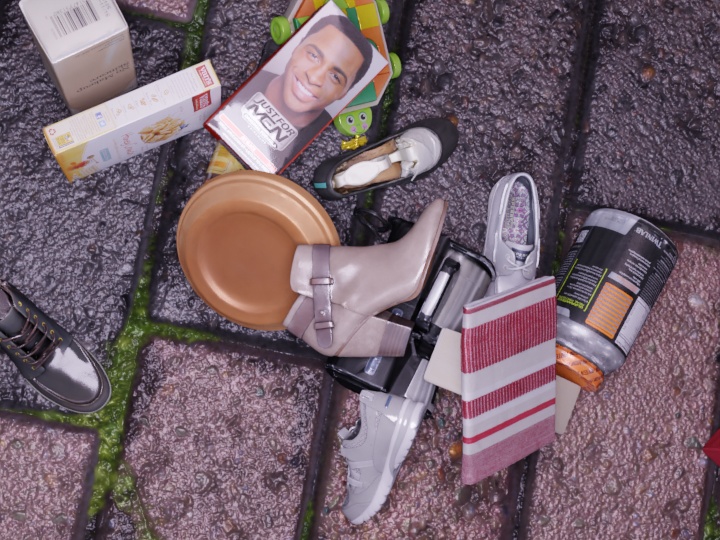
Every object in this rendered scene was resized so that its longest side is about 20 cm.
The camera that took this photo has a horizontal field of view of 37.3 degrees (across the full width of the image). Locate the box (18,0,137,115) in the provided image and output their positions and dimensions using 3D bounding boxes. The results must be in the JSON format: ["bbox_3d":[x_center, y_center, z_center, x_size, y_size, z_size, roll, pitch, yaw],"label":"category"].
[{"bbox_3d":[-0.312,-0.251,1.203,0.095,0.200,0.078,-29,87,-10],"label":"box"}]

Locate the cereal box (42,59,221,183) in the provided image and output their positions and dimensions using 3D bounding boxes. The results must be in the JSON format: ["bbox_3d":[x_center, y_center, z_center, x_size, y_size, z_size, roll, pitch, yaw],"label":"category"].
[{"bbox_3d":[-0.257,-0.169,1.229,0.199,0.144,0.040,-24,86,-10],"label":"cereal box"}]

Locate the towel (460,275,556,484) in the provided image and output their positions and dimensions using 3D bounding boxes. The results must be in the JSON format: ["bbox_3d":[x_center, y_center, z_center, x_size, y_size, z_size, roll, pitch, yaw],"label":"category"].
[{"bbox_3d":[0.157,0.115,1.140,0.144,0.023,0.201,-18,113,-39],"label":"towel"}]

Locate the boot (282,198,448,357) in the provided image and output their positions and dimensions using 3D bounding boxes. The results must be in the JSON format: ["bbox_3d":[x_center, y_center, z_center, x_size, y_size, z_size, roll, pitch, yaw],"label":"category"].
[{"bbox_3d":[0.000,0.000,1.156,0.146,0.070,0.201,18,93,6],"label":"boot"}]

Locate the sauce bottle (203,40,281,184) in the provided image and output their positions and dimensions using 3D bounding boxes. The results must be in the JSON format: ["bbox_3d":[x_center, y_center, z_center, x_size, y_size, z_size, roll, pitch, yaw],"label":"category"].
[{"bbox_3d":[-0.130,-0.180,1.291,0.066,0.066,0.201,19,77,-5],"label":"sauce bottle"}]

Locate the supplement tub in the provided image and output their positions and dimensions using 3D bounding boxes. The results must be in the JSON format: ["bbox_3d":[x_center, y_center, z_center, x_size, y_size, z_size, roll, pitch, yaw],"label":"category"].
[{"bbox_3d":[0.288,0.037,1.289,0.122,0.123,0.200,32,79,-3],"label":"supplement tub"}]

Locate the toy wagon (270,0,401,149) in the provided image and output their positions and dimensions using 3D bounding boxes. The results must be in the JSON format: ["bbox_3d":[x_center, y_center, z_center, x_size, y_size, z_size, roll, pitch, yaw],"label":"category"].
[{"bbox_3d":[-0.021,-0.248,1.301,0.155,0.040,0.201,-18,99,-29],"label":"toy wagon"}]

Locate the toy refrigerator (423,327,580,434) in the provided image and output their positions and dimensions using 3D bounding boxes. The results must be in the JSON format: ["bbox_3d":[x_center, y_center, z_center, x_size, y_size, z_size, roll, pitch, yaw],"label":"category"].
[{"bbox_3d":[0.167,0.126,1.223,0.200,0.076,0.070,25,85,-46],"label":"toy refrigerator"}]

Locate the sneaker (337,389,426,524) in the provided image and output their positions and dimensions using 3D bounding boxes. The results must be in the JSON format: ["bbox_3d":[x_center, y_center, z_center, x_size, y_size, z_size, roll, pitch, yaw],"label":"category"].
[{"bbox_3d":[0.010,0.206,1.213,0.082,0.201,0.075,26,35,7],"label":"sneaker"}]

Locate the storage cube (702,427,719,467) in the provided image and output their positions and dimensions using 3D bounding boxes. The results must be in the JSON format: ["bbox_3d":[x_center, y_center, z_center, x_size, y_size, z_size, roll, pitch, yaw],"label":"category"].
[{"bbox_3d":[0.557,0.214,1.275,0.200,0.180,0.171,42,79,-2],"label":"storage cube"}]

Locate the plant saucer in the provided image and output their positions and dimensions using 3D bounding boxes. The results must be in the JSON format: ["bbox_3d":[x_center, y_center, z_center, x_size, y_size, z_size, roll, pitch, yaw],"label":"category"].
[{"bbox_3d":[-0.120,-0.016,1.221,0.199,0.037,0.201,6,118,12],"label":"plant saucer"}]

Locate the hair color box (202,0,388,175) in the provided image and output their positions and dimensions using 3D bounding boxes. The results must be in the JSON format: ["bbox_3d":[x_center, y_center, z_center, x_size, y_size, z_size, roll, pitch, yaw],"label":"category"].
[{"bbox_3d":[-0.075,-0.203,1.224,0.102,0.061,0.200,45,84,-13],"label":"hair color box"}]

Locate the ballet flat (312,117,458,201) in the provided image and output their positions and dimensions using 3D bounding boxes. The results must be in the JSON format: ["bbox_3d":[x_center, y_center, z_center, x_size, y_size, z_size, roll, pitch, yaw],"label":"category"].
[{"bbox_3d":[0.039,-0.131,1.303,0.199,0.068,0.068,-24,102,-10],"label":"ballet flat"}]

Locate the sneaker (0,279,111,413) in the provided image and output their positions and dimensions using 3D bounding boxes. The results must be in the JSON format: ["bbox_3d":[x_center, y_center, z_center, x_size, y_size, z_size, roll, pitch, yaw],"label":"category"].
[{"bbox_3d":[-0.366,0.086,1.196,0.200,0.106,0.075,42,79,-1],"label":"sneaker"}]

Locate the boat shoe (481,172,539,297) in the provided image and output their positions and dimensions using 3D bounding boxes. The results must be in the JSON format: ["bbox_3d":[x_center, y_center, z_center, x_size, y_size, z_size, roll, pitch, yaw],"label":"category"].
[{"bbox_3d":[0.190,-0.022,1.310,0.072,0.069,0.201,11,81,-6],"label":"boat shoe"}]

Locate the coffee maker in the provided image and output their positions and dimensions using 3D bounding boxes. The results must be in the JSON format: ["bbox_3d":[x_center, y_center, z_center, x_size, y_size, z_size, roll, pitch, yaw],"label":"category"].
[{"bbox_3d":[0.038,0.052,1.261,0.192,0.135,0.201,20,76,33],"label":"coffee maker"}]
